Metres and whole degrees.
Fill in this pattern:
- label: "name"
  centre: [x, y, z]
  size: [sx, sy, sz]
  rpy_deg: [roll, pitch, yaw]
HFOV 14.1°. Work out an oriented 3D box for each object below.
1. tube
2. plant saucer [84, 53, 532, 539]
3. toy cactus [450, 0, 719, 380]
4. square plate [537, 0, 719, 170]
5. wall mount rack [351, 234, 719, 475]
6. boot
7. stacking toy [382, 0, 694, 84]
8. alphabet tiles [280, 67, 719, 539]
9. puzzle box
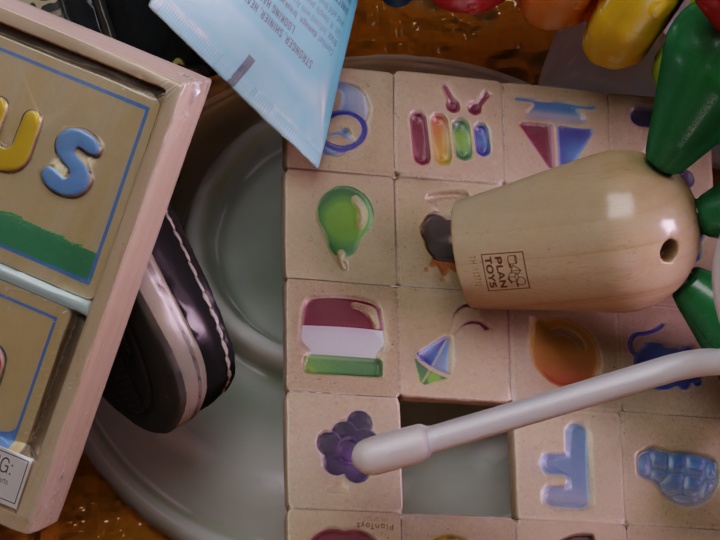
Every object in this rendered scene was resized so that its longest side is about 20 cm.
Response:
- label: "tube"
  centre: [-0.014, -0.133, 0.860]
  size: [0.050, 0.077, 0.201]
  rpy_deg: [-18, 47, 39]
- label: "plant saucer"
  centre: [0.000, 0.000, 0.902]
  size: [0.199, 0.050, 0.201]
  rpy_deg: [-3, 54, 4]
- label: "toy cactus"
  centre: [0.108, -0.009, 0.804]
  size: [0.164, 0.201, 0.103]
  rpy_deg: [-9, 35, 12]
- label: "square plate"
  centre: [0.175, -0.114, 0.898]
  size: [0.197, 0.028, 0.201]
  rpy_deg: [20, 87, 16]
- label: "wall mount rack"
  centre: [0.099, 0.084, 0.763]
  size: [0.173, 0.201, 0.074]
  rpy_deg: [-6, 17, 42]
- label: "boot"
  centre: [-0.047, -0.065, 0.875]
  size: [0.153, 0.074, 0.204]
  rpy_deg: [-21, 72, -28]
- label: "stacking toy"
  centre: [0.108, -0.086, 0.856]
  size: [0.200, 0.110, 0.116]
  rpy_deg: [35, 82, 4]
- label: "alphabet tiles"
  centre: [0.074, 0.026, 0.847]
  size: [0.199, 0.008, 0.168]
  rpy_deg: [5, 69, -15]
- label: "puzzle box"
  centre: [-0.152, -0.027, 0.804]
  size: [0.199, 0.025, 0.134]
  rpy_deg: [22, 99, 12]
